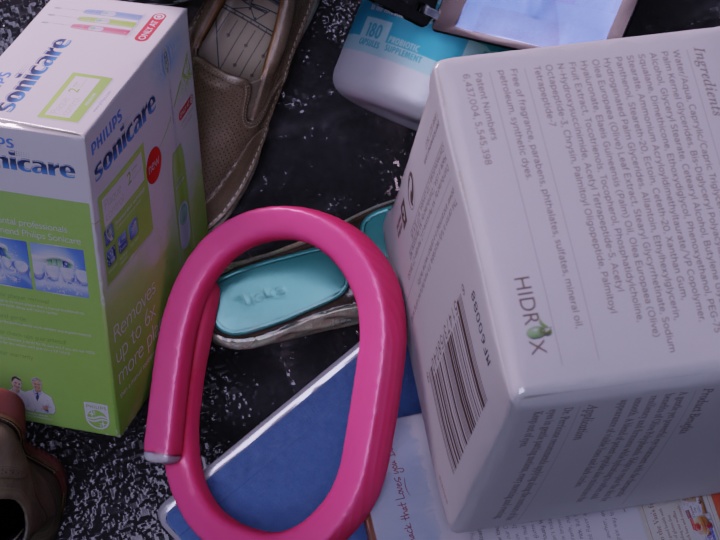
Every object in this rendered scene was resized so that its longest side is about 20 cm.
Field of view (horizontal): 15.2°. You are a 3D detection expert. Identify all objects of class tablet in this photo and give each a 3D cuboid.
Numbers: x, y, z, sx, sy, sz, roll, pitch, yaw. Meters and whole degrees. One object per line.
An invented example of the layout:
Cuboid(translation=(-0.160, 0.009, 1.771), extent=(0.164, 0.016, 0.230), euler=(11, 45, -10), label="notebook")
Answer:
Cuboid(translation=(-0.004, 0.123, 1.567), extent=(0.200, 0.014, 0.130), euler=(-39, 107, 4), label="tablet")

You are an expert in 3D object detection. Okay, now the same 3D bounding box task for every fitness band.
Cuboid(translation=(-0.047, 0.064, 1.500), extent=(0.144, 0.037, 0.200), euler=(9, 91, 27), label="fitness band")

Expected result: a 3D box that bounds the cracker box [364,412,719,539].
Cuboid(translation=(0.104, 0.138, 1.515), extent=(0.200, 0.058, 0.134), euler=(-11, 67, -5), label="cracker box")

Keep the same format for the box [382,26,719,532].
Cuboid(translation=(0.123, 0.007, 1.425), extent=(0.171, 0.199, 0.200), euler=(-7, 66, -11), label="box")

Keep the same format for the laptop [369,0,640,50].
Cuboid(translation=(0.062, -0.224, 1.443), extent=(0.200, 0.103, 0.177), euler=(26, 80, -19), label="laptop")

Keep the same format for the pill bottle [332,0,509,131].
Cuboid(translation=(0.068, -0.176, 1.553), extent=(0.111, 0.111, 0.200), euler=(21, 89, 9), label="pill bottle")

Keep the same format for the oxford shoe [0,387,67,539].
Cuboid(translation=(-0.209, 0.132, 1.524), extent=(0.070, 0.200, 0.075), euler=(-5, 66, 5), label="oxford shoe")

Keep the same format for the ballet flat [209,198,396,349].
Cuboid(translation=(0.000, 0.000, 1.576), extent=(0.200, 0.062, 0.068), euler=(-13, 80, 0), label="ballet flat")

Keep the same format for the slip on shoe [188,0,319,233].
Cuboid(translation=(-0.081, -0.109, 1.595), extent=(0.076, 0.061, 0.200), euler=(28, 90, 9), label="slip on shoe")

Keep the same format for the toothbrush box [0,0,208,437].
Cuboid(translation=(-0.152, -0.032, 1.508), extent=(0.086, 0.146, 0.200), euler=(8, 125, 18), label="toothbrush box")

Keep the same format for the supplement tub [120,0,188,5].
Cuboid(translation=(-0.109, -0.205, 1.543), extent=(0.200, 0.107, 0.107), euler=(-7, 82, 53), label="supplement tub")
